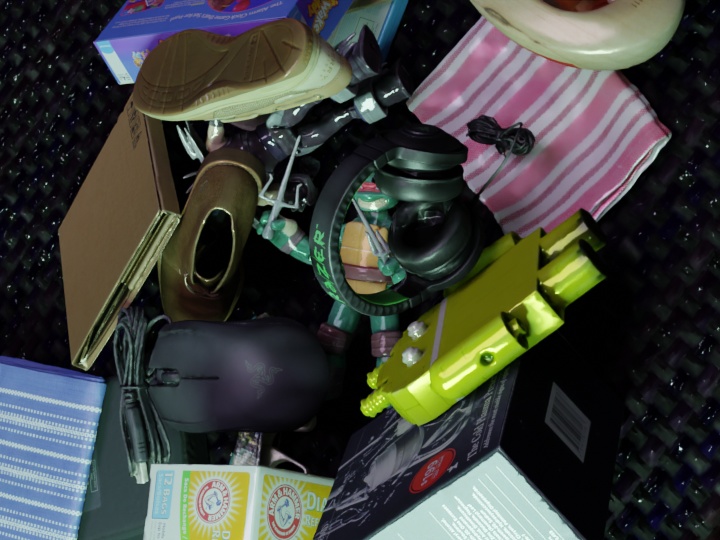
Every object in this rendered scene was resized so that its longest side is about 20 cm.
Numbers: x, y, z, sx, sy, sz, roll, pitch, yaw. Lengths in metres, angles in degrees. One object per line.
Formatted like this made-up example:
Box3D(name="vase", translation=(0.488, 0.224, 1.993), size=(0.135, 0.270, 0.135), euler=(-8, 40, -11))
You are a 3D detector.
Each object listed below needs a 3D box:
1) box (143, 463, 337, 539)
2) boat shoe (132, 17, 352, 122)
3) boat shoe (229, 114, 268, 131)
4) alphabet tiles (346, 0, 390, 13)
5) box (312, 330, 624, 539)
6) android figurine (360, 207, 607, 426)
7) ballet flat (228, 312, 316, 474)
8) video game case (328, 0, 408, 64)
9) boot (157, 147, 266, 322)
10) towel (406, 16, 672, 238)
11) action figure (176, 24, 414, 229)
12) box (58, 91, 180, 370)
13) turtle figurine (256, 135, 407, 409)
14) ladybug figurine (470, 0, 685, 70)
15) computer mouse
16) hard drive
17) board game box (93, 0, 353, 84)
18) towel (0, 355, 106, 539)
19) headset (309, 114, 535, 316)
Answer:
Box3D(name="box", translation=(-0.056, 0.204, 1.465), size=(0.101, 0.200, 0.113), euler=(-3, 78, 37))
Box3D(name="boat shoe", translation=(-0.092, -0.140, 1.519), size=(0.199, 0.064, 0.072), euler=(-1, 71, 45))
Box3D(name="boat shoe", translation=(-0.121, -0.172, 1.687), size=(0.200, 0.072, 0.060), euler=(25, 56, 39))
Box3D(name="alphabet tiles", translation=(0.014, -0.305, 1.631), size=(0.166, 0.006, 0.201), euler=(-13, 68, 33))
Box3D(name="box", translation=(0.071, 0.150, 1.374), size=(0.182, 0.200, 0.104), euler=(-38, 103, 25))
Box3D(name="android figurine", translation=(0.082, 0.035, 1.396), size=(0.200, 0.182, 0.041), euler=(-36, 104, 20))
Box3D(name="ballet flat", translation=(-0.068, 0.135, 1.586), size=(0.074, 0.074, 0.201), euler=(7, 86, 38))
Box3D(name="video game case", translation=(-0.037, -0.248, 1.671), size=(0.200, 0.018, 0.144), euler=(24, 95, 38))
Box3D(name="boot", translation=(-0.125, -0.002, 1.596), size=(0.200, 0.073, 0.076), euler=(110, 174, -47))
Box3D(name="towel", translation=(0.127, -0.114, 1.507), size=(0.146, 0.030, 0.200), euler=(-47, 56, 19))
Box3D(name="action figure", translation=(-0.056, -0.109, 1.590), size=(0.199, 0.130, 0.070), euler=(-31, 37, 17))
Box3D(name="box", translation=(-0.203, -0.038, 1.680), size=(0.164, 0.021, 0.200), euler=(-57, 27, 25))
Box3D(name="turtle figurine", translation=(0.000, 0.000, 1.535), size=(0.149, 0.100, 0.201), euler=(7, 97, 47))
Box3D(name="ladybug figurine", translation=(0.150, -0.211, 1.469), size=(0.136, 0.072, 0.200), euler=(-42, 59, -9))
Box3D(name="computer mouse", translation=(-0.116, 0.087, 1.539), size=(0.199, 0.053, 0.139), euler=(-8, 85, 32))
Box3D(name="hard drive", translation=(-0.212, 0.162, 1.701), size=(0.199, 0.033, 0.140), euler=(-20, 68, 33))
Box3D(name="board game box", translation=(-0.098, -0.214, 1.611), size=(0.199, 0.045, 0.135), euler=(-2, 43, 37))
Box3D(name="towel", translation=(-0.283, 0.178, 1.721), size=(0.144, 0.024, 0.201), euler=(7, 86, 36))
Box3D(name="headset", translation=(0.041, -0.053, 1.434), size=(0.094, 0.200, 0.124), euler=(28, 141, 47))
